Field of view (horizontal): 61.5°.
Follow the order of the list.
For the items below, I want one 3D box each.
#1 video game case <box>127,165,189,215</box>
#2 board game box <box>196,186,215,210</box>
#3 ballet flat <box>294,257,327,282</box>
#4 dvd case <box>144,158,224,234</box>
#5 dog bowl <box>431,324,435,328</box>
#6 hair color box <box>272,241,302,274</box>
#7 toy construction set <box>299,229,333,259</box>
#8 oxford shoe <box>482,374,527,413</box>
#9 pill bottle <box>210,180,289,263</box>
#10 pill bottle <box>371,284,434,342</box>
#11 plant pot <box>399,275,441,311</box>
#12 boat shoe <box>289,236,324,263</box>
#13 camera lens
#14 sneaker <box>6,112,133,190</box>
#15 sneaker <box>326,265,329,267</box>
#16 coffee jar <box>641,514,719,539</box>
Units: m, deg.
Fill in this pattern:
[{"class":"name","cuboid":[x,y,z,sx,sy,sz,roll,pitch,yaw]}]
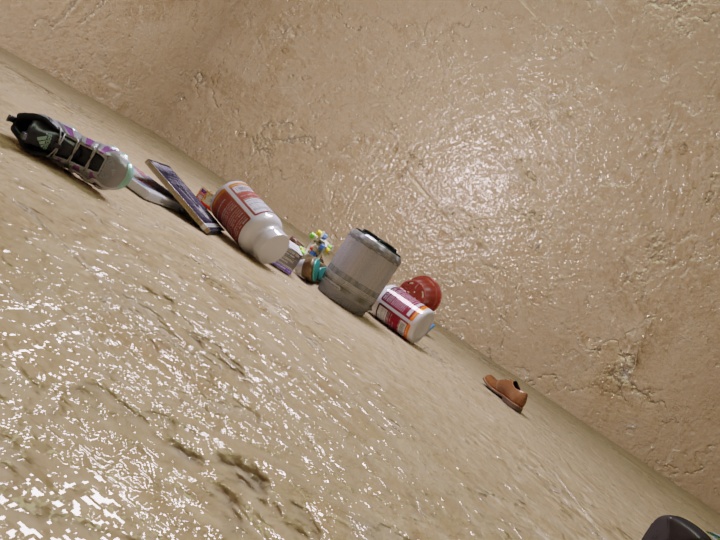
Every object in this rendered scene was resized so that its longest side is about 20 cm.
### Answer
[{"class":"video game case","cuboid":[-0.483,-0.195,1.322,0.200,0.023,0.182,34,3,14]},{"class":"board game box","cuboid":[-0.372,-0.164,1.795,0.200,0.046,0.151,35,3,27]},{"class":"ballet flat","cuboid":[-0.137,-0.004,1.641,0.072,0.068,0.200,13,-1,9]},{"class":"dvd case","cuboid":[-0.388,-0.161,1.353,0.200,0.016,0.149,49,2,-3]},{"class":"dog bowl","cuboid":[0.211,0.192,2.277,0.111,0.050,0.200,34,3,23]},{"class":"hair color box","cuboid":[-0.214,-0.055,1.565,0.109,0.065,0.200,33,1,-11]},{"class":"toy construction set","cuboid":[-0.139,-0.062,1.813,0.092,0.131,0.200,34,3,0]},{"class":"oxford shoe","cuboid":[0.448,0.361,1.858,0.071,0.071,0.200,30,2,-27]},{"class":"pill bottle","cuboid":[-0.254,-0.109,1.411,0.200,0.112,0.112,46,9,28]},{"class":"pill bottle","cuboid":[0.108,0.114,1.776,0.200,0.113,0.113,35,3,29]},{"class":"plant pot","cuboid":[0.280,0.123,3.004,0.201,0.201,0.195,34,11,20]},{"class":"boat shoe","cuboid":[-0.149,-0.040,1.922,0.200,0.072,0.072,33,3,-11]},{"class":"camera lens","cuboid":[0.000,0.000,1.613,0.160,0.200,0.160,33,3,-2]},{"class":"sneaker","cuboid":[-0.472,-0.192,0.959,0.199,0.078,0.140,24,2,14]},{"class":"sneaker","cuboid":[-0.051,0.036,1.744,0.199,0.085,0.077,9,-5,30]},{"class":"coffee jar","cuboid":[0.462,0.407,0.839,0.200,0.104,0.085,30,1,-36]}]
